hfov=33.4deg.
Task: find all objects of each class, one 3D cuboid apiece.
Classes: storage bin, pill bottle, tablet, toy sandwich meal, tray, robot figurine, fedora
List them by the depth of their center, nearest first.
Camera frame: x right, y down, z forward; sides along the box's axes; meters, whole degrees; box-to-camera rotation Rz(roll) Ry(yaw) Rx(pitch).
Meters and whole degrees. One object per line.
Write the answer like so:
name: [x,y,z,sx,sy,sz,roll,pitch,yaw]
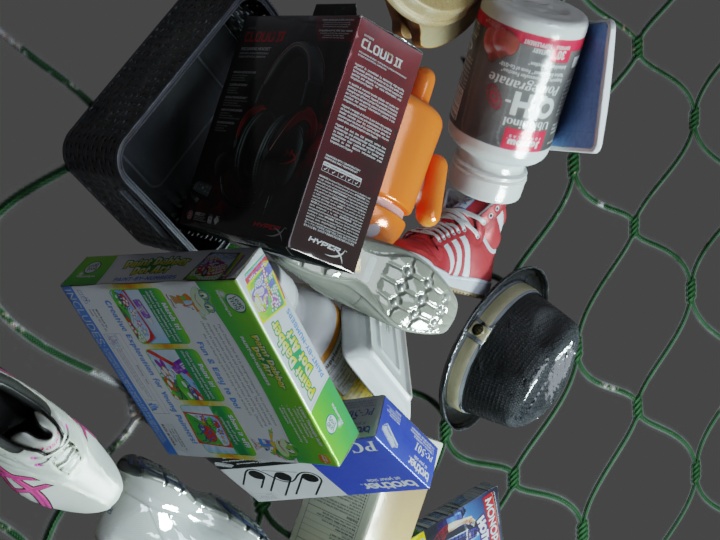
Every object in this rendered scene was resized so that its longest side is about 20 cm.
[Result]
storage bin: [-0.135,-0.125,1.015,0.201,0.093,0.135,-56,129,-20]
pill bottle: [-0.051,0.083,1.119,0.111,0.111,0.200,-56,129,-19]
robot figurine: [0.008,-0.102,1.132,0.144,0.116,0.202,28,81,-51]
tray: [0.017,0.054,1.137,0.022,0.201,0.108,-30,119,16]
toy sandwich meal: [0.062,-0.327,1.175,0.204,0.070,0.207,-6,99,-40]
pill bottle: [0.152,-0.175,1.220,0.110,0.111,0.202,-11,126,-40]
tablet: [0.209,-0.191,1.250,0.014,0.200,0.132,4,96,-18]
fedora: [0.174,0.100,1.306,0.200,0.091,0.202,-36,141,-35]

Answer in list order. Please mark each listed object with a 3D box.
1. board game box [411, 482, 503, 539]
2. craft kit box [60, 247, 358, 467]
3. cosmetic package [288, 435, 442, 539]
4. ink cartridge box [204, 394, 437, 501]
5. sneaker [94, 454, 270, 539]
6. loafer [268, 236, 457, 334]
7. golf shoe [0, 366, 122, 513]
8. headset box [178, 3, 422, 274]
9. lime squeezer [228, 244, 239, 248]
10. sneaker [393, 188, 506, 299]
board game box: [0.111,0.344,1.352,0.199,0.061,0.202,-22,112,-38]
craft kit box: [-0.124,0.074,0.993,0.049,0.196,0.201,-53,130,-38]
cosmetic package: [-0.003,0.247,1.202,0.071,0.105,0.202,25,83,-42]
ink cartridge box: [-0.039,0.164,1.086,0.094,0.199,0.045,47,45,-37]
sneaker: [-0.155,0.242,1.089,0.199,0.074,0.088,34,85,-27]
loafer: [0.000,0.000,1.079,0.199,0.070,0.070,30,85,-25]
golf shoe: [-0.259,0.140,0.951,0.200,0.092,0.073,45,69,-35]
headset box: [-0.046,-0.112,0.936,0.075,0.148,0.202,22,85,-42]
lime squeezer: [-0.099,-0.041,1.083,0.200,0.071,0.038,-45,116,4]
sneaker: [0.087,-0.038,1.237,0.199,0.071,0.114,16,89,-59]
